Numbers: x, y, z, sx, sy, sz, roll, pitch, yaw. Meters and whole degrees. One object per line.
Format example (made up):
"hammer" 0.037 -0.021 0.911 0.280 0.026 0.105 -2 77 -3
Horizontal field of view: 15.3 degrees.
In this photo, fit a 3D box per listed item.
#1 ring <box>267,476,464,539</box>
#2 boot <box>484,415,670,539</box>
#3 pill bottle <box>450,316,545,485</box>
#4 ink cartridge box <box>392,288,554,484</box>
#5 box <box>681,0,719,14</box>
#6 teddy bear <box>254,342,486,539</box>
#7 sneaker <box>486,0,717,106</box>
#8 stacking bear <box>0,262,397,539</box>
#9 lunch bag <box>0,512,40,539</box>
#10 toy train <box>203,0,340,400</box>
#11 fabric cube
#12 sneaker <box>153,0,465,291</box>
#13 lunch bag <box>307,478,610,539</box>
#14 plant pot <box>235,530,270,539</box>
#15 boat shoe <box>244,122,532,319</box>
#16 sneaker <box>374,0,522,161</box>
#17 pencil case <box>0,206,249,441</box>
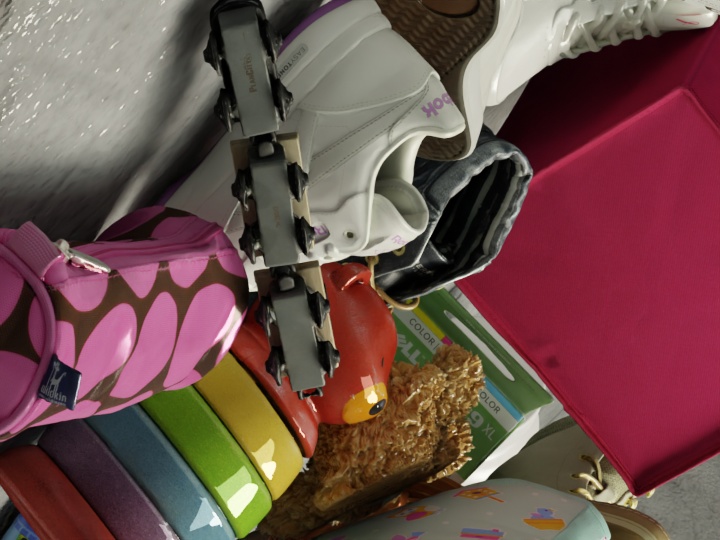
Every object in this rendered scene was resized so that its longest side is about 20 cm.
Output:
"ring" 0.014 0.212 1.523 0.201 0.200 0.019 -53 155 17
"boot" 0.133 0.137 1.563 0.200 0.072 0.154 -5 -160 47
"pill bottle" 0.061 0.121 1.886 0.116 0.116 0.200 -41 165 -30
"ink cartridge box" 0.032 0.077 1.587 0.059 0.104 0.200 -44 -179 -19
"box" 0.168 -0.182 1.126 0.200 0.198 0.131 24 88 -77
"teddy bear" 0.006 0.089 1.435 0.145 0.067 0.200 -32 169 18
"sneaker" 0.132 -0.148 1.378 0.200 0.099 0.078 -45 162 -17
"stacking bear" -0.067 0.074 1.283 0.200 0.114 0.122 -38 153 -11
"lunch bag" -0.128 0.145 1.441 0.151 0.094 0.200 -54 178 8
"toy train" -0.037 -0.029 1.134 0.034 0.046 0.201 -10 126 -1
"fabric cube" 0.193 -0.034 1.485 0.196 0.200 0.200 -31 -164 36
"sneaker" -0.032 -0.023 1.198 0.200 0.100 0.075 -52 170 27
"lunch bag" 0.027 0.187 1.404 0.199 0.122 0.170 -23 179 25
"plant pot" -0.044 0.235 1.669 0.200 0.187 0.187 -40 165 -14
"boat shoe" 0.000 0.000 1.357 0.071 0.091 0.201 36 90 -40
"sneaker" 0.038 -0.134 1.228 0.200 0.072 0.085 96 12 -64
"pencil case" -0.113 0.016 1.085 0.094 0.091 0.200 -59 167 14
